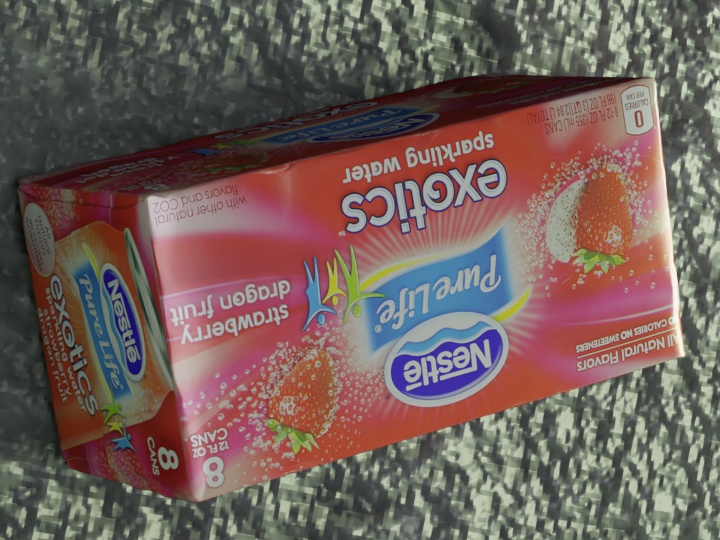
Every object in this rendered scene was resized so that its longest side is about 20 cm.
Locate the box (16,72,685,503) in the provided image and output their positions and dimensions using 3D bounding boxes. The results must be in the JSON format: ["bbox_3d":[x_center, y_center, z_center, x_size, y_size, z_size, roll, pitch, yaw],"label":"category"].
[{"bbox_3d":[0.000,0.000,0.966,0.199,0.095,0.100,-14,102,-30],"label":"box"}]
